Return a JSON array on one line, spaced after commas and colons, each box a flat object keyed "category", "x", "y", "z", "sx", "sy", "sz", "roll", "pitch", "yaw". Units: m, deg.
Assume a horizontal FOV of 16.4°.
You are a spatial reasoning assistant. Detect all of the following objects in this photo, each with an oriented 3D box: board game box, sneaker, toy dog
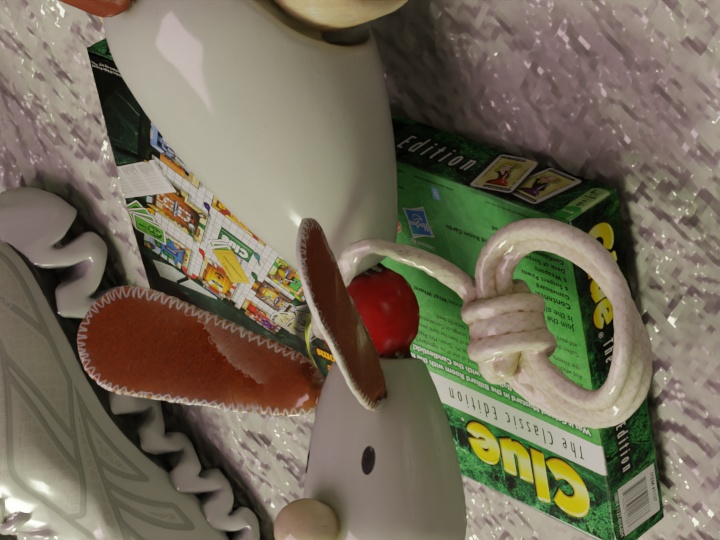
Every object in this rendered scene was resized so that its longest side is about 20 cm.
[{"category": "board game box", "x": 0.000, "y": 0.000, "z": 0.709, "sx": 0.199, "sy": 0.023, "sz": 0.105, "roll": 23, "pitch": 133, "yaw": 43}, {"category": "sneaker", "x": -0.095, "y": 0.075, "z": 0.851, "sx": 0.075, "sy": 0.081, "sz": 0.201, "roll": -20, "pitch": 103, "yaw": 56}, {"category": "toy dog", "x": -0.028, "y": -0.018, "z": 0.624, "sx": 0.132, "sy": 0.096, "sz": 0.201, "roll": -42, "pitch": 68, "yaw": 46}]
